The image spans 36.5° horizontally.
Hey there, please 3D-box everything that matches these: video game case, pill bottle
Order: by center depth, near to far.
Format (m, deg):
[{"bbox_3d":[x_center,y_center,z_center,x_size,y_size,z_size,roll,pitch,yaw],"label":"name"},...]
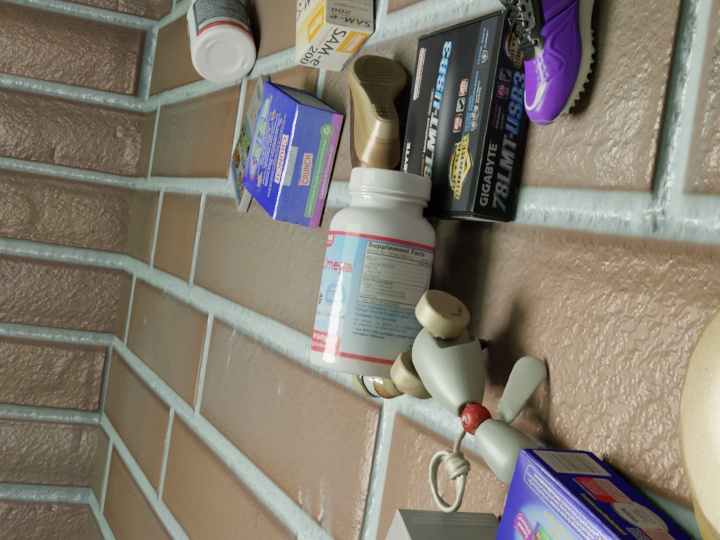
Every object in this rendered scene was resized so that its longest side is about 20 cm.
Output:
[{"bbox_3d":[0.016,0.003,1.090,0.109,0.108,0.201,-177,96,-68],"label":"pill bottle"},{"bbox_3d":[-0.189,-0.222,1.917,0.144,0.018,0.200,-106,32,-45],"label":"video game case"},{"bbox_3d":[-0.265,-0.456,2.054,0.200,0.119,0.120,-105,31,-44],"label":"pill bottle"}]

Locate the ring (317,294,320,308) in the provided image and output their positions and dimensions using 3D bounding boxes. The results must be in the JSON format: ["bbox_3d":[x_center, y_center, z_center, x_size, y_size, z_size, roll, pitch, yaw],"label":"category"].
[{"bbox_3d":[0.000,0.000,1.226,0.200,0.019,0.201,19,-90,-74],"label":"ring"}]

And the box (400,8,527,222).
[{"bbox_3d":[0.104,-0.151,1.118,0.198,0.049,0.201,-168,87,-67],"label":"box"}]

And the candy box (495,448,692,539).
[{"bbox_3d":[0.158,0.258,0.797,0.169,0.077,0.201,-137,59,-63],"label":"candy box"}]

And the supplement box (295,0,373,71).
[{"bbox_3d":[-0.037,-0.397,1.519,0.126,0.073,0.201,143,131,-62],"label":"supplement box"}]

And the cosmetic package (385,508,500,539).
[{"bbox_3d":[0.060,0.317,0.985,0.090,0.106,0.201,-122,46,-58],"label":"cosmetic package"}]

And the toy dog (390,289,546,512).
[{"bbox_3d":[0.110,0.111,0.987,0.132,0.096,0.201,-47,52,43],"label":"toy dog"}]

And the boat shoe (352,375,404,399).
[{"bbox_3d":[0.044,0.039,1.180,0.068,0.075,0.201,-3,79,50],"label":"boat shoe"}]

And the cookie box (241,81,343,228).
[{"bbox_3d":[-0.103,-0.174,1.605,0.200,0.075,0.172,-133,55,-64],"label":"cookie box"}]

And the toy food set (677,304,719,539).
[{"bbox_3d":[0.259,0.092,0.637,0.198,0.048,0.201,165,112,-67],"label":"toy food set"}]

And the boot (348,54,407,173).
[{"bbox_3d":[0.009,-0.154,1.327,0.200,0.072,0.167,-92,12,-53],"label":"boot"}]

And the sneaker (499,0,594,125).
[{"bbox_3d":[0.151,-0.230,0.949,0.070,0.099,0.201,-163,82,-70],"label":"sneaker"}]
